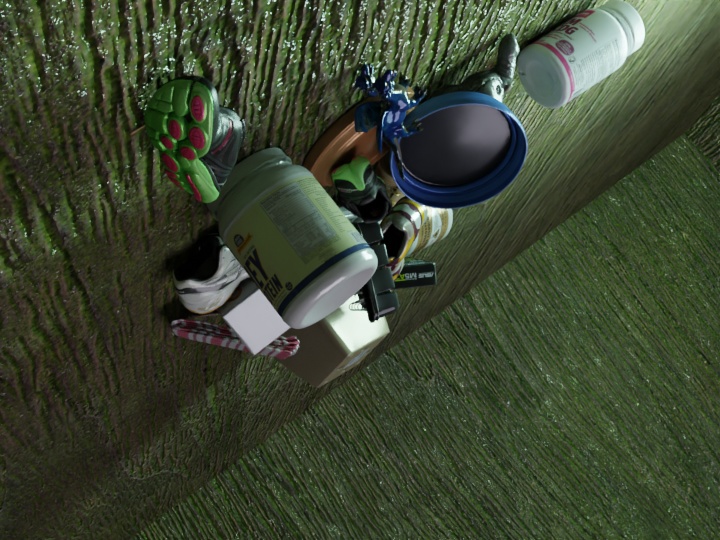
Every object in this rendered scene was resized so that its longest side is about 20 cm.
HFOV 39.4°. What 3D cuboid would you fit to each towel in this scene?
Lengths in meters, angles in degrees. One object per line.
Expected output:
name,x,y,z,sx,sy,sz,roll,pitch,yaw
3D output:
towel,-0.201,0.105,1.593,0.146,0.200,0.030,140,-38,-77

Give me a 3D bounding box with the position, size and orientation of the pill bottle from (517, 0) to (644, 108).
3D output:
pill bottle,0.367,-0.362,1.665,0.200,0.113,0.113,-34,167,-21

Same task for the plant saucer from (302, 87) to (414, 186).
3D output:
plant saucer,0.004,-0.186,1.444,0.200,0.032,0.200,-36,168,-9

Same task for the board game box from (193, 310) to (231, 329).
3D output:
board game box,-0.173,0.077,1.654,0.200,0.039,0.158,-5,174,-31

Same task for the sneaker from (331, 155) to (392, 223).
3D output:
sneaker,0.005,-0.101,1.466,0.077,0.084,0.200,-26,168,7

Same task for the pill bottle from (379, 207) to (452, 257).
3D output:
pill bottle,0.070,-0.081,1.826,0.200,0.114,0.114,-25,162,-47

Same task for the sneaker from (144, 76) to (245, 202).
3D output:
sneaker,-0.162,-0.144,1.012,0.084,0.077,0.200,-57,175,-20

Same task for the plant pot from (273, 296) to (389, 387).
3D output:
plant pot,-0.066,0.110,1.991,0.200,0.177,0.200,-25,162,-47

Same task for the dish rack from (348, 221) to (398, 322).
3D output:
dish rack,0.000,0.000,1.573,0.054,0.154,0.200,-13,-178,-16

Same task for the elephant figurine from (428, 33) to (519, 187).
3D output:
elephant figurine,0.171,-0.237,1.533,0.155,0.141,0.200,-78,164,-49

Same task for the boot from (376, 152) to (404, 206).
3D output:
boot,0.055,-0.147,1.630,0.155,0.073,0.200,-47,177,37

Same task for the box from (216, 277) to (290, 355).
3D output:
box,-0.123,0.006,1.486,0.200,0.124,0.098,-37,130,-5

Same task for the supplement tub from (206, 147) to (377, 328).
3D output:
supplement tub,-0.089,-0.042,1.286,0.145,0.200,0.145,-37,168,-9

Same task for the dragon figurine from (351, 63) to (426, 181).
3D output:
dragon figurine,0.030,-0.196,1.322,0.099,0.059,0.200,-28,147,-31

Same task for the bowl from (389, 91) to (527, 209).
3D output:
bowl,0.140,-0.174,1.458,0.200,0.039,0.201,-5,137,-4

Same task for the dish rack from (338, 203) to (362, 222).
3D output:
dish rack,-0.089,-0.042,1.676,0.200,0.044,0.172,-46,167,33

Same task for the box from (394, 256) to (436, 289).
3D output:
box,0.017,0.009,1.813,0.200,0.048,0.193,-6,-177,-12

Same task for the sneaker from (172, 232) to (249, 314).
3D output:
sneaker,-0.176,-0.028,1.399,0.200,0.076,0.088,-47,148,-17

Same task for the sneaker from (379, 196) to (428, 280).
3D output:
sneaker,0.038,-0.029,1.627,0.090,0.075,0.200,-50,167,-49
